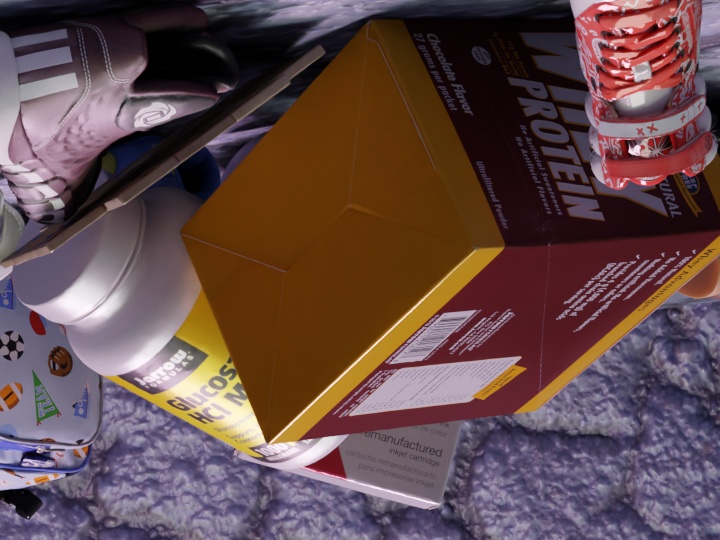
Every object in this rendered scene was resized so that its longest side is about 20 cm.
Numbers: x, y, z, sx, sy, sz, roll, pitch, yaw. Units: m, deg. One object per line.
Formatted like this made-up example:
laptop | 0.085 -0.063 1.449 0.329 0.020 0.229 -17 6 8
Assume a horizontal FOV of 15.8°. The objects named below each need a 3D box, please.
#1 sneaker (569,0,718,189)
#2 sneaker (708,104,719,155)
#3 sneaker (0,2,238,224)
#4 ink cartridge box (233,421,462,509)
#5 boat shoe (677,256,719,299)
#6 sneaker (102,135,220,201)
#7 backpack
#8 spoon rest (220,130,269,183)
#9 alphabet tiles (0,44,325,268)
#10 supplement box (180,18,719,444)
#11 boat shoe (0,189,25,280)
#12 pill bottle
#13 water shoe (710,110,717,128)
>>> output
sneaker | 0.128 -0.097 1.144 0.067 0.109 0.201 -9 174 3
sneaker | 0.218 -0.063 1.698 0.090 0.070 0.200 -8 -167 33
sneaker | -0.108 -0.073 1.184 0.115 0.076 0.200 -12 174 2
ink cartridge box | 0.008 0.048 1.782 0.145 0.201 0.083 15 172 -2
boat shoe | 0.210 -0.034 1.783 0.070 0.071 0.200 -10 -148 -32
sneaker | -0.125 -0.018 1.537 0.105 0.076 0.200 -17 157 0
backpack | -0.269 0.058 1.722 0.190 0.201 0.154 3 163 -37
spoon rest | 0.005 -0.055 1.513 0.199 0.100 0.061 -24 174 20
alphabet tiles | -0.100 -0.054 1.277 0.166 0.006 0.200 -37 -172 -16
supplement box | 0.053 -0.022 1.353 0.199 0.133 0.197 -4 151 -41
boat shoe | -0.241 -0.024 1.479 0.071 0.070 0.201 -8 173 27
pill bottle | -0.091 0.024 1.445 0.200 0.113 0.112 31 150 -34
water shoe | 0.150 -0.077 1.533 0.079 0.072 0.200 -26 -173 31
